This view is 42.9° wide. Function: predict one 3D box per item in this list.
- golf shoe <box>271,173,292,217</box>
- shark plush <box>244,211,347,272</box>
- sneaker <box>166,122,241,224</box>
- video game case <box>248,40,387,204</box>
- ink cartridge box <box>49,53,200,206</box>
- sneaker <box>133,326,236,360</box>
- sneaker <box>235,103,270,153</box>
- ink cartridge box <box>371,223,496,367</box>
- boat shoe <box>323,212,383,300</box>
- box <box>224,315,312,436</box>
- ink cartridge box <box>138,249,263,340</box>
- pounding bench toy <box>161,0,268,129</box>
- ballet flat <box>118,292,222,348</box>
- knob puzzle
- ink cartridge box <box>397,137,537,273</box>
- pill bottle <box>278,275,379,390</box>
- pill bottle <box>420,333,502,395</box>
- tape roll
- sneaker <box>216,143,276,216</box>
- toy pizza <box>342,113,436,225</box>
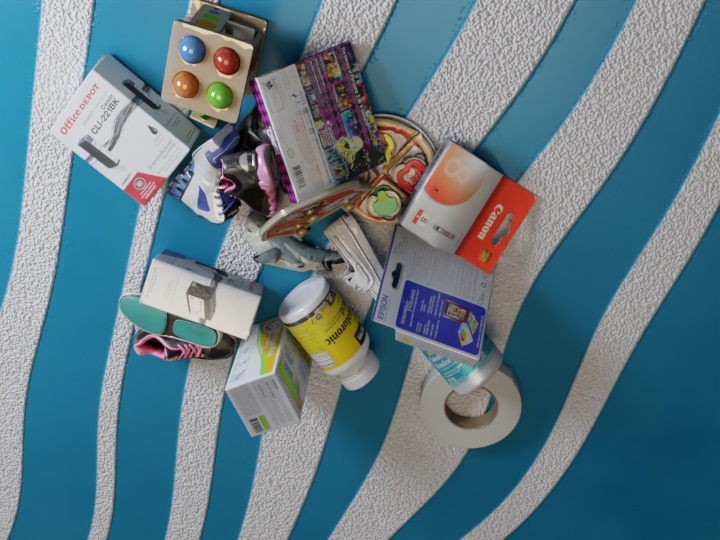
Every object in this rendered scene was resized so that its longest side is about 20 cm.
[{"bbox_3d":[-0.109,-0.166,1.519,0.087,0.077,0.202,7,123,-46],"label":"golf shoe"},{"bbox_3d":[-0.109,-0.042,1.613,0.195,0.091,0.085,12,90,3],"label":"shark plush"},{"bbox_3d":[-0.235,-0.148,1.523,0.115,0.081,0.199,46,138,-5],"label":"sneaker"},{"bbox_3d":[-0.063,-0.233,1.437,0.179,0.036,0.204,-28,109,-25],"label":"video game case"},{"bbox_3d":[-0.389,-0.232,1.517,0.199,0.084,0.144,39,116,-15],"label":"ink cartridge box"},{"bbox_3d":[-0.331,0.140,1.708,0.195,0.096,0.081,9,119,-2],"label":"sneaker"},{"bbox_3d":[-0.166,-0.217,1.490,0.075,0.115,0.200,33,121,-13],"label":"sneaker"},{"bbox_3d":[0.125,0.043,1.565,0.196,0.201,0.047,19,148,-4],"label":"ink cartridge box"},{"bbox_3d":[0.000,0.000,1.610,0.065,0.073,0.203,-32,101,-10],"label":"boat shoe"},{"bbox_3d":[-0.161,0.184,1.664,0.099,0.201,0.114,-19,115,15],"label":"box"},{"bbox_3d":[-0.275,0.041,1.617,0.196,0.145,0.085,20,95,-6],"label":"ink cartridge box"},{"bbox_3d":[-0.234,-0.291,1.428,0.121,0.157,0.203,15,120,-4],"label":"pounding bench toy"},{"bbox_3d":[-0.341,0.086,1.668,0.196,0.070,0.071,20,120,1],"label":"ballet flat"},{"bbox_3d":[-0.080,-0.087,1.478,0.217,0.219,0.031,-28,85,18],"label":"knob puzzle"},{"bbox_3d":[0.183,-0.100,1.534,0.197,0.050,0.164,30,102,-13],"label":"ink cartridge box"},{"bbox_3d":[-0.052,0.119,1.669,0.110,0.112,0.201,-29,114,19],"label":"pill bottle"},{"bbox_3d":[0.155,0.115,1.637,0.110,0.111,0.201,-39,96,24],"label":"pill bottle"},{"bbox_3d":[0.213,0.253,1.764,0.197,0.037,0.207,3,120,4],"label":"tape roll"},{"bbox_3d":[-0.182,-0.140,1.467,0.093,0.081,0.201,-9,162,-5],"label":"sneaker"},{"bbox_3d":[0.036,-0.164,1.547,0.195,0.032,0.204,2,120,4],"label":"toy pizza"}]
